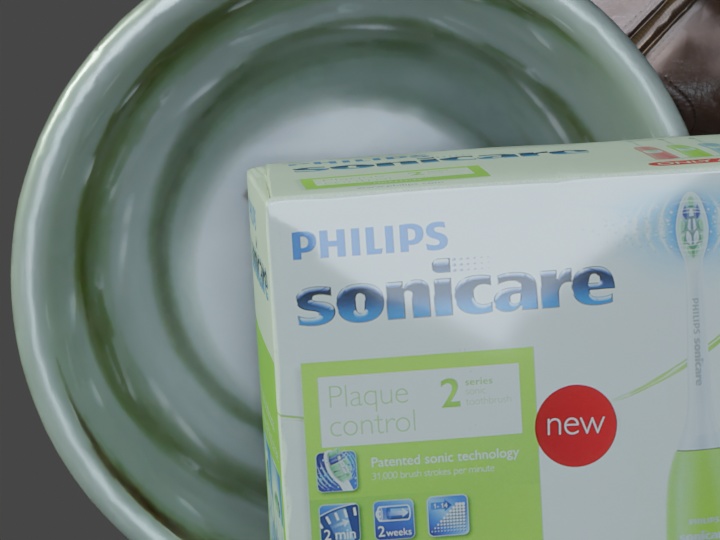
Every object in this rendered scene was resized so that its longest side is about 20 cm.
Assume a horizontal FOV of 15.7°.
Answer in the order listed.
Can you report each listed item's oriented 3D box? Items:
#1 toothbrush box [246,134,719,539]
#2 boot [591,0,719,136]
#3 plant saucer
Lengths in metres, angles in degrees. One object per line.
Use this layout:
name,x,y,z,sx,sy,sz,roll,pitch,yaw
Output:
toothbrush box,0.049,0.069,0.702,0.145,0.086,0.201,-3,97,-5
boot,0.080,-0.011,0.813,0.186,0.064,0.200,38,86,-1
plant saucer,0.000,0.000,0.755,0.199,0.050,0.201,-1,98,-6
